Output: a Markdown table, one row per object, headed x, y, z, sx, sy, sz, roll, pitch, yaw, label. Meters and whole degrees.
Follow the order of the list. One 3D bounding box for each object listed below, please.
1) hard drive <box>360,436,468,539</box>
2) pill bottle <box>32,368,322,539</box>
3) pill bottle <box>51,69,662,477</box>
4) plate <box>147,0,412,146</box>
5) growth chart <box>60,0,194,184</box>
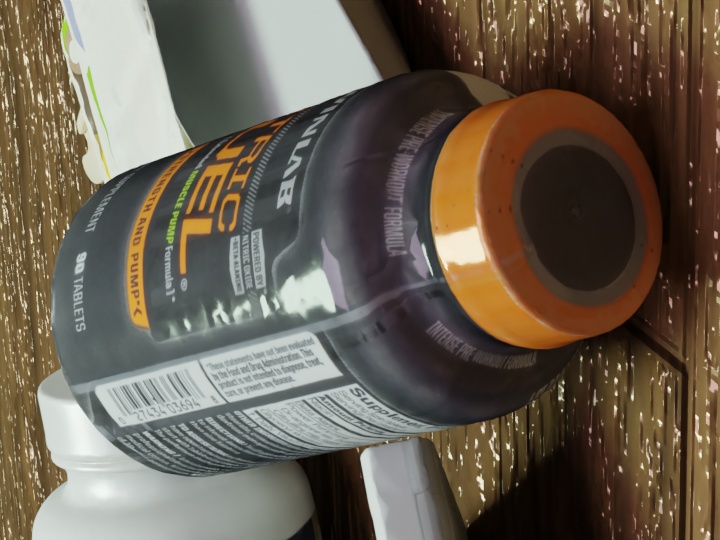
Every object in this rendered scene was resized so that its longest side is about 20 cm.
| x | y | z | sx | sy | sz | roll | pitch | yaw | label |
| --- | --- | --- | --- | --- | --- | --- | --- | --- | --- |
| 0.037 | 0.166 | 0.936 | 0.132 | 0.026 | 0.201 | 68 | -171 | -71 | hard drive |
| -0.065 | 0.132 | 1.136 | 0.111 | 0.111 | 0.201 | 19 | 123 | 64 | pill bottle |
| 0.000 | 0.000 | 0.891 | 0.200 | 0.106 | 0.107 | -16 | 88 | 50 | pill bottle |
| -0.032 | -0.071 | 1.053 | 0.201 | 0.032 | 0.200 | 65 | 155 | 26 | plate |
| -0.091 | -0.076 | 1.128 | 0.145 | 0.018 | 0.201 | 152 | 104 | -69 | growth chart |
